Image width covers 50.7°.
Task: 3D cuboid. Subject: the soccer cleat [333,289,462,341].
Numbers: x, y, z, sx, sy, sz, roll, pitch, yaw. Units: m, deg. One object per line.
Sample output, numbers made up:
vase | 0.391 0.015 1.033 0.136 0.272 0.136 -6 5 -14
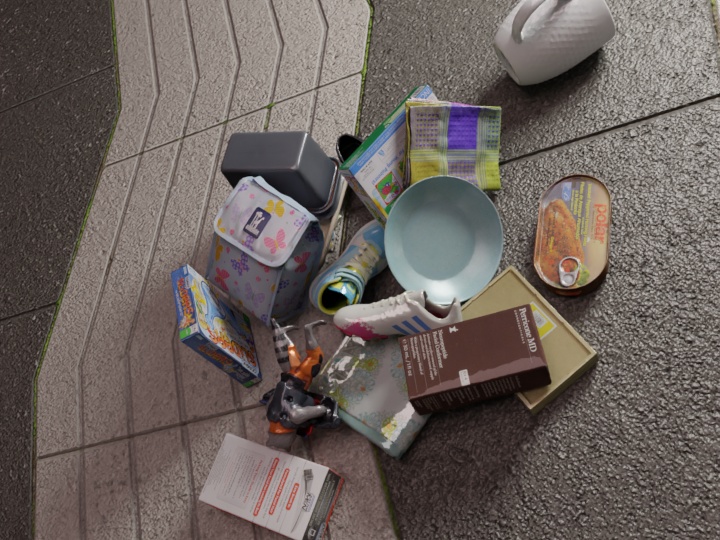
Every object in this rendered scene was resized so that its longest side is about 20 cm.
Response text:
soccer cleat | 0.058 0.061 1.155 0.197 0.087 0.070 6 29 3

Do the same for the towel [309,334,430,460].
towel | 0.032 0.171 1.178 0.199 0.048 0.172 29 78 35

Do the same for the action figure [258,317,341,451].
action figure | -0.120 0.178 1.175 0.199 0.104 0.196 -8 72 47

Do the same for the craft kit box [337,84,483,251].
craft kit box | 0.091 -0.157 1.233 0.200 0.198 0.048 -47 24 -16

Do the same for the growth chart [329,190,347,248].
growth chart | -0.101 -0.081 1.407 0.143 0.018 0.202 15 72 33

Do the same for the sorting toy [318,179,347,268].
sorting toy | -0.129 -0.098 1.396 0.198 0.036 0.187 4 66 29

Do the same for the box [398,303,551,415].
box | 0.161 0.129 1.080 0.197 0.075 0.101 -16 58 9

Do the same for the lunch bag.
lunch bag | -0.162 -0.038 1.278 0.169 0.127 0.202 34 121 24

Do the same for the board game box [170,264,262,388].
board game box | -0.236 0.096 1.256 0.034 0.200 0.136 -26 54 10

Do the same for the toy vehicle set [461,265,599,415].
toy vehicle set | 0.240 0.099 1.130 0.124 0.027 0.200 -39 53 1

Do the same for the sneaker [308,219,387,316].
sneaker | 0.000 0.000 1.239 0.200 0.079 0.131 -48 12 3

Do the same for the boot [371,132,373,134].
boot | 0.083 -0.197 1.295 0.072 0.155 0.202 0 61 57

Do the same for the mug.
mug | 0.315 -0.414 1.285 0.175 0.200 0.149 -35 70 10

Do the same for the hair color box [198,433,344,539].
hair color box | -0.136 0.333 1.157 0.198 0.064 0.112 10 67 32

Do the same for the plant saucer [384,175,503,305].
plant saucer | 0.129 -0.048 1.208 0.201 0.201 0.039 -48 11 -7

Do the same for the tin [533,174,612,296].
tin | 0.329 -0.055 1.170 0.111 0.042 0.202 -2 62 30

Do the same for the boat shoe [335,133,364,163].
boat shoe | 0.014 -0.181 1.381 0.074 0.062 0.201 -37 54 0

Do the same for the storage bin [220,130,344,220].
storage bin | -0.142 -0.184 1.349 0.197 0.135 0.147 4 66 22

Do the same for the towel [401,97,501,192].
towel | 0.150 -0.198 1.225 0.023 0.198 0.146 13 102 60
